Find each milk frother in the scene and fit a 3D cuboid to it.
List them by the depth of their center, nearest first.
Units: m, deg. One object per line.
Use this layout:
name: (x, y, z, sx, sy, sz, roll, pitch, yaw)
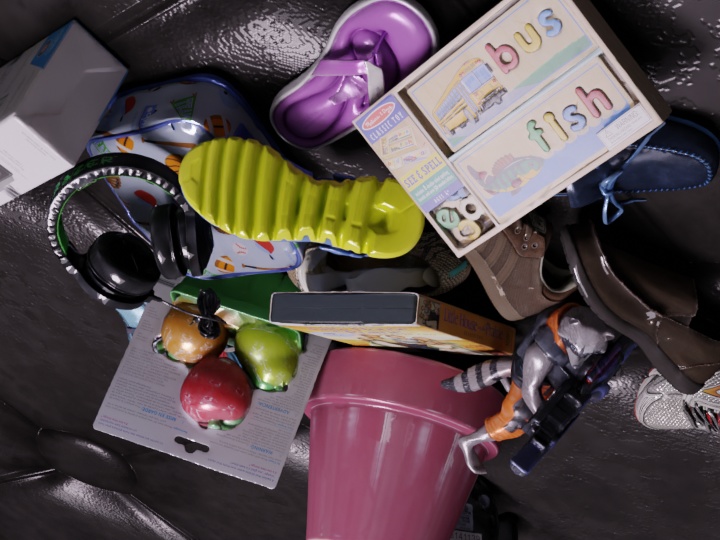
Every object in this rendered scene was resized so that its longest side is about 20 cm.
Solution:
milk frother: (0.071, 0.345, 1.525, 0.180, 0.200, 0.188, 30, 146, -18)

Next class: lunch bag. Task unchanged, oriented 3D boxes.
lunch bag: (-0.128, -0.075, 1.178, 0.160, 0.076, 0.200, -9, 134, 34)

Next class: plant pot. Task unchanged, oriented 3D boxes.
plant pot: (0.030, 0.192, 1.317, 0.199, 0.180, 0.200, 12, 161, 4)

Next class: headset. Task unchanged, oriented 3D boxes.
headset: (-0.176, -0.019, 1.148, 0.123, 0.094, 0.200, -26, 121, 14)

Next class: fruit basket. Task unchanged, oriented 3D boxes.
fruit basket: (-0.131, 0.091, 1.295, 0.185, 0.201, 0.094, 16, 160, 8)

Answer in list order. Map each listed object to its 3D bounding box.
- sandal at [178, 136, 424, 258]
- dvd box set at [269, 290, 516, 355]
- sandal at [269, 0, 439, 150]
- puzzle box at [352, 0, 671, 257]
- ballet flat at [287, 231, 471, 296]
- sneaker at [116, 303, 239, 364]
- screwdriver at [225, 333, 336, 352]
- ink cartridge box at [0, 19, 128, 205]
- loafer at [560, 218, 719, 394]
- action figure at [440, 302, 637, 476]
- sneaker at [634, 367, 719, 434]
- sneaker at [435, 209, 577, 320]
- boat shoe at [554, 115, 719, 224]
sandal: (-0.049, -0.051, 1.089, 0.199, 0.080, 0.087, 18, 177, 1)
dvd box set: (0.033, 0.049, 1.209, 0.146, 0.030, 0.200, -1, 169, 29)
sandal: (-0.007, -0.137, 1.043, 0.082, 0.050, 0.203, 32, 145, -14)
puzzle box: (0.102, -0.110, 0.964, 0.200, 0.025, 0.133, -36, 95, 37)
ballet flat: (0.000, 0.000, 1.202, 0.199, 0.075, 0.068, -2, 112, 33)
sneaker: (-0.197, 0.085, 1.413, 0.079, 0.096, 0.200, -9, 135, 37)
screwdriver: (-0.069, 0.063, 1.373, 0.199, 0.028, 0.029, -8, 105, 38)
ink cartridge box: (-0.299, -0.123, 1.172, 0.200, 0.116, 0.067, -18, 130, 45)
loafer: (0.238, 0.019, 1.113, 0.071, 0.073, 0.200, -37, 121, 21)
action figure: (0.142, 0.097, 1.157, 0.105, 0.200, 0.194, 45, 135, 5)
sneaker: (0.323, 0.114, 1.169, 0.200, 0.082, 0.078, -13, 132, 42)
sneaker: (0.114, -0.041, 1.110, 0.075, 0.071, 0.200, -21, 133, 21)
boat shoe: (0.166, -0.071, 1.017, 0.199, 0.069, 0.084, 0, 140, 29)
